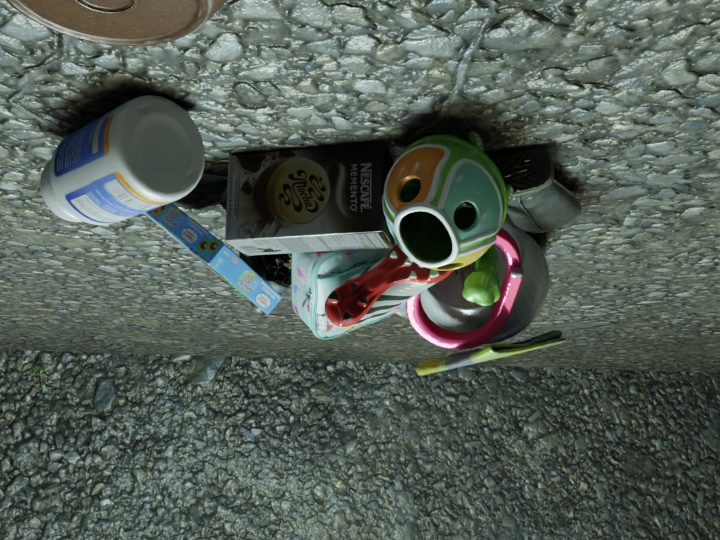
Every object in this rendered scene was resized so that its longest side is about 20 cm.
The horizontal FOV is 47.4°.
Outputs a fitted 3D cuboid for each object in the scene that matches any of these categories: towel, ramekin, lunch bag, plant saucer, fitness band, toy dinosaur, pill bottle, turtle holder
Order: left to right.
[{"bbox_3d":[-0.193,-0.221,0.615,0.198,0.035,0.200,2,167,0],"label":"plant saucer"},{"bbox_3d":[-0.272,-0.113,0.908,0.199,0.113,0.112,-11,163,43],"label":"pill bottle"},{"bbox_3d":[-0.113,-0.046,1.167,0.199,0.103,0.135,19,-171,-40],"label":"toy dinosaur"},{"bbox_3d":[0.000,0.000,1.120,0.199,0.077,0.161,-20,138,-26],"label":"lunch bag"},{"bbox_3d":[0.095,-0.055,0.941,0.140,0.132,0.187,7,126,19],"label":"turtle holder"},{"bbox_3d":[0.137,0.022,1.103,0.142,0.038,0.201,13,125,0],"label":"fitness band"},{"bbox_3d":[0.175,0.001,1.218,0.201,0.204,0.094,-4,155,19],"label":"ramekin"},{"bbox_3d":[0.181,0.119,1.180,0.143,0.023,0.200,-8,171,-29],"label":"towel"}]

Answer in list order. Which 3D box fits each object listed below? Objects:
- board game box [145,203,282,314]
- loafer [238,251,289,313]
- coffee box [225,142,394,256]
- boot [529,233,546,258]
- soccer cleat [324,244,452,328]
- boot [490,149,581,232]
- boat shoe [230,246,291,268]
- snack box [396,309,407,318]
[{"bbox_3d":[-0.211,-0.030,1.121,0.200,0.037,0.151,35,172,37],"label":"board game box"},{"bbox_3d":[-0.158,-0.007,1.242,0.072,0.063,0.200,29,-164,-26],"label":"loafer"},{"bbox_3d":[-0.060,-0.086,1.013,0.198,0.114,0.080,-3,166,13],"label":"coffee box"},{"bbox_3d":[0.206,-0.027,1.384,0.198,0.066,0.165,4,166,5],"label":"boot"},{"bbox_3d":[0.043,0.013,1.048,0.199,0.069,0.085,-31,169,-3],"label":"soccer cleat"},{"bbox_3d":[0.191,-0.097,1.082,0.180,0.073,0.200,-2,174,20],"label":"boot"},{"bbox_3d":[-0.169,0.002,1.492,0.073,0.070,0.200,-7,165,30],"label":"boat shoe"},{"bbox_3d":[-0.012,0.008,1.375,0.199,0.053,0.142,25,175,21],"label":"snack box"}]
